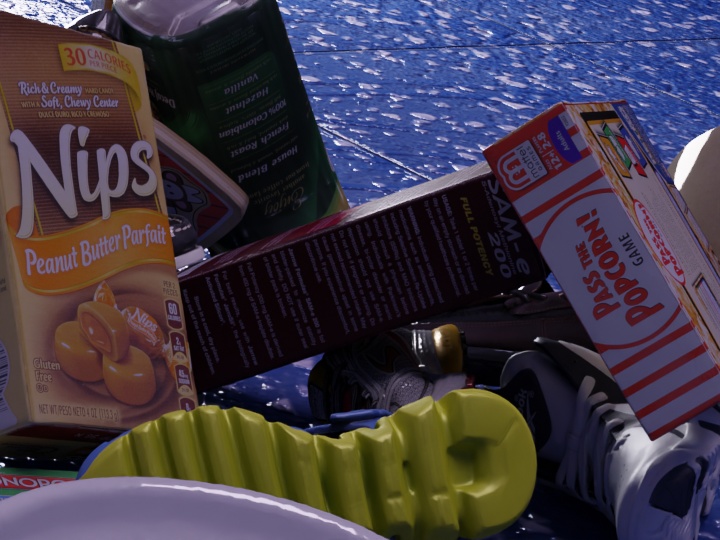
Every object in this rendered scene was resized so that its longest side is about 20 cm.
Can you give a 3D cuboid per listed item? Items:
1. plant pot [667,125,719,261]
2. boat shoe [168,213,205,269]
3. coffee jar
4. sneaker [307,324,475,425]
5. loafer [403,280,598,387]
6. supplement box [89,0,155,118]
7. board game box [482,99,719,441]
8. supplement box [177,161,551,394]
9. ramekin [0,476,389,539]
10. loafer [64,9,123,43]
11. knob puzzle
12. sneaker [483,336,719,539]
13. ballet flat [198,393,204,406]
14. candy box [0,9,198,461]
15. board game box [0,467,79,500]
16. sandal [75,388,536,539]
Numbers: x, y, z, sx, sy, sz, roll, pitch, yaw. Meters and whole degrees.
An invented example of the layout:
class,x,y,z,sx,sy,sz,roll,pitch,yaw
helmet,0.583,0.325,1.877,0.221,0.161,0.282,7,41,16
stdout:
class,x,y,z,sx,sy,sz,roll,pitch,yaw
plant pot,0.251,0.029,1.309,0.199,0.201,0.135,16,54,8
boat shoe,-0.173,-0.027,1.234,0.199,0.061,0.074,3,11,33
coffee jar,-0.070,-0.081,1.351,0.085,0.201,0.104,-30,34,-14
sneaker,0.013,0.078,1.148,0.081,0.079,0.200,5,11,-3
loafer,0.115,0.031,1.272,0.198,0.064,0.072,2,-15,24
supplement box,-0.135,-0.123,1.407,0.066,0.202,0.069,8,19,-16
board game box,0.134,-0.007,1.111,0.152,0.046,0.200,60,15,4
supplement box,0.000,0.000,1.155,0.199,0.061,0.109,-19,4,15
ramekin,-0.054,0.160,0.802,0.199,0.098,0.201,11,18,-4
loafer,-0.184,-0.089,1.349,0.073,0.073,0.200,30,-26,-21
knob puzzle,-0.159,-0.049,1.287,0.218,0.031,0.220,16,-26,8
sneaker,0.115,0.090,1.157,0.129,0.080,0.199,16,18,12
ballet flat,-0.172,0.024,1.167,0.198,0.070,0.069,15,18,4
candy box,-0.143,-0.014,1.079,0.055,0.202,0.115,-20,-18,33
board game box,-0.088,0.128,0.980,0.198,0.029,0.135,6,20,-23
sandal,-0.028,0.096,0.980,0.198,0.080,0.087,0,-9,-23
